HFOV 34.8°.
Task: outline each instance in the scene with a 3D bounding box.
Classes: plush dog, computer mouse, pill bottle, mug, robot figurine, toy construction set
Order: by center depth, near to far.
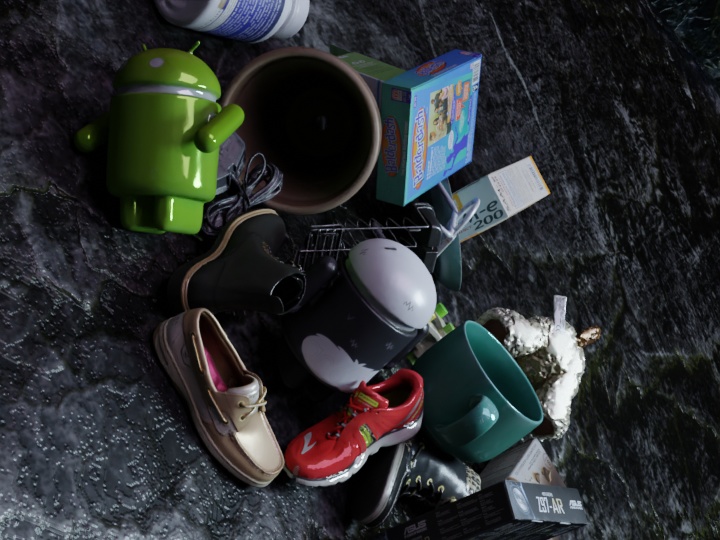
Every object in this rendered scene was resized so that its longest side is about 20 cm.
[{"bbox_3d":[-0.205,-0.140,1.202,0.116,0.175,0.201,7,86,-63],"label":"robot figurine"},{"bbox_3d":[-0.008,0.054,1.282,0.125,0.200,0.150,49,17,12],"label":"robot figurine"},{"bbox_3d":[-0.191,-0.138,1.315,0.139,0.053,0.200,-45,106,-35],"label":"computer mouse"},{"bbox_3d":[0.121,0.151,1.368,0.185,0.114,0.152,21,34,-57],"label":"mug"},{"bbox_3d":[-0.160,-0.358,1.479,0.200,0.119,0.120,1,64,-55],"label":"pill bottle"},{"bbox_3d":[0.118,0.130,1.513,0.131,0.092,0.201,-74,140,-81],"label":"toy construction set"},{"bbox_3d":[0.235,0.127,1.618,0.160,0.172,0.201,-32,95,-28],"label":"plush dog"}]

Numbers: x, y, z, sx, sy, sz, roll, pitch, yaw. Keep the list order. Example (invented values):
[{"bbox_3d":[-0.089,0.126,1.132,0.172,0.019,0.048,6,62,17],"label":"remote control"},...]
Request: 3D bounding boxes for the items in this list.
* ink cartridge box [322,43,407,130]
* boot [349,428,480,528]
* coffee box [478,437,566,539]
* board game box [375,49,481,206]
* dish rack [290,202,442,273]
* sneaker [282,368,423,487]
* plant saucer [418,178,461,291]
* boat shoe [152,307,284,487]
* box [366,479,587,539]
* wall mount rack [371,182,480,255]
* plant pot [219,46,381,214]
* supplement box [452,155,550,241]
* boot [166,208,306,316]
[{"bbox_3d":[-0.001,-0.230,1.548,0.059,0.200,0.104,-20,125,-35],"label":"ink cartridge box"},{"bbox_3d":[0.071,0.257,1.351,0.154,0.073,0.204,45,30,-15],"label":"boot"},{"bbox_3d":[0.196,0.317,1.486,0.113,0.080,0.200,58,31,-2],"label":"coffee box"},{"bbox_3d":[0.089,-0.186,1.468,0.200,0.045,0.153,-35,135,-53],"label":"board game box"},{"bbox_3d":[0.000,0.000,1.371,0.199,0.154,0.055,-3,31,-27],"label":"dish rack"},{"bbox_3d":[-0.008,0.163,1.261,0.200,0.085,0.077,-28,49,-38],"label":"sneaker"},{"bbox_3d":[0.109,-0.067,1.630,0.200,0.027,0.201,170,-90,-87],"label":"plant saucer"},{"bbox_3d":[-0.133,0.128,1.169,0.201,0.069,0.074,57,31,-7],"label":"boat shoe"},{"bbox_3d":[0.131,0.295,1.293,0.160,0.200,0.044,17,51,-48],"label":"box"},{"bbox_3d":[0.069,-0.052,1.516,0.074,0.200,0.174,40,22,-9],"label":"wall mount rack"},{"bbox_3d":[-0.062,-0.180,1.434,0.201,0.200,0.175,57,14,-5],"label":"plant pot"},{"bbox_3d":[0.200,-0.107,1.795,0.200,0.126,0.074,-27,89,-58],"label":"supplement box"},{"bbox_3d":[-0.096,-0.003,1.238,0.200,0.138,0.078,-52,134,-48],"label":"boot"}]
